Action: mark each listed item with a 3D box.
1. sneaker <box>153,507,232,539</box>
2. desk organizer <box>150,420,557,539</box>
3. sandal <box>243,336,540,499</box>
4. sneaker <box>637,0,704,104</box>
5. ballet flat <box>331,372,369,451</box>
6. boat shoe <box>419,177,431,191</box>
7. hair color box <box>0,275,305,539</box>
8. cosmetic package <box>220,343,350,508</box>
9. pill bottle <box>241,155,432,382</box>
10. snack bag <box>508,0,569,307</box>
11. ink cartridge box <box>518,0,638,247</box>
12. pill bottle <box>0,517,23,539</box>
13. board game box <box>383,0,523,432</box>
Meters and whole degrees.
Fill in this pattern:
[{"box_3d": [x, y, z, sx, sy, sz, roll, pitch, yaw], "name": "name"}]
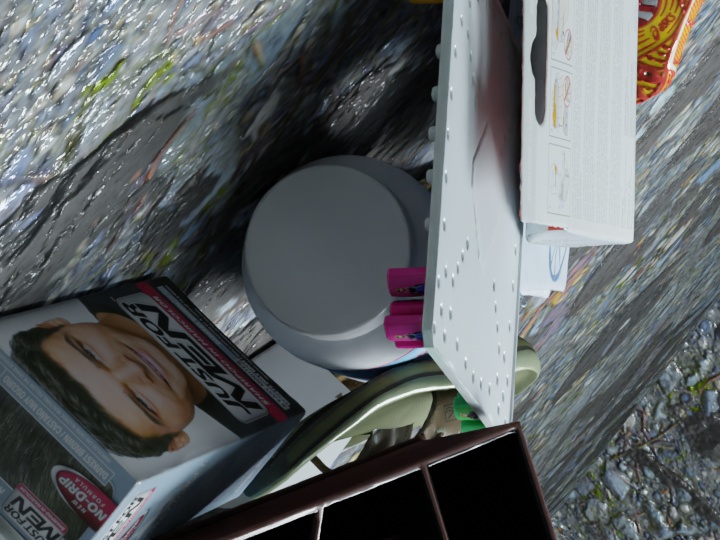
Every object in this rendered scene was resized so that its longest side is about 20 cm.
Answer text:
[{"box_3d": [-0.119, 0.182, 1.269, 0.200, 0.080, 0.086, -35, -176, -42], "name": "sneaker"}, {"box_3d": [-0.009, 0.132, 1.258, 0.200, 0.072, 0.077, -18, -179, -40], "name": "desk organizer"}, {"box_3d": [0.026, 0.083, 1.404, 0.201, 0.057, 0.080, -16, 168, -40], "name": "sandal"}, {"box_3d": [0.180, -0.167, 1.633, 0.077, 0.073, 0.200, -53, 177, -36], "name": "sneaker"}, {"box_3d": [0.015, 0.054, 1.723, 0.200, 0.072, 0.068, -51, -167, 9], "name": "ballet flat"}, {"box_3d": [0.068, -0.037, 1.643, 0.200, 0.073, 0.063, -21, 157, -52], "name": "boat shoe"}, {"box_3d": [-0.109, 0.065, 1.222, 0.061, 0.099, 0.200, -51, 169, 17], "name": "hair color box"}, {"box_3d": [-0.089, 0.144, 1.654, 0.101, 0.071, 0.200, -32, 161, -55], "name": "cosmetic package"}, {"box_3d": [0.000, 0.000, 1.397, 0.109, 0.109, 0.200, -48, 170, 2], "name": "pill bottle"}, {"box_3d": [0.097, -0.075, 1.516, 0.200, 0.021, 0.189, -4, 101, -74], "name": "snack bag"}, {"box_3d": [0.093, -0.095, 1.368, 0.200, 0.050, 0.163, 6, 85, -67], "name": "ink cartridge box"}, {"box_3d": [-0.204, 0.158, 1.135, 0.200, 0.112, 0.112, -33, 161, -53], "name": "pill bottle"}, {"box_3d": [0.048, -0.036, 1.301, 0.200, 0.026, 0.201, 53, 40, -69], "name": "board game box"}]
